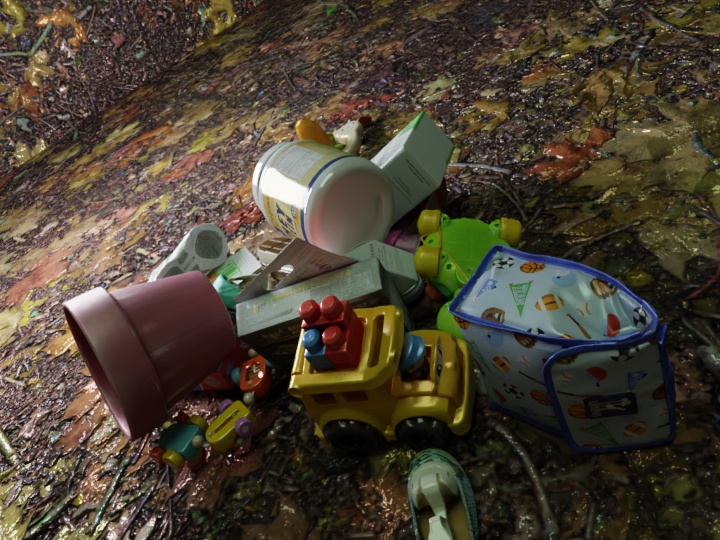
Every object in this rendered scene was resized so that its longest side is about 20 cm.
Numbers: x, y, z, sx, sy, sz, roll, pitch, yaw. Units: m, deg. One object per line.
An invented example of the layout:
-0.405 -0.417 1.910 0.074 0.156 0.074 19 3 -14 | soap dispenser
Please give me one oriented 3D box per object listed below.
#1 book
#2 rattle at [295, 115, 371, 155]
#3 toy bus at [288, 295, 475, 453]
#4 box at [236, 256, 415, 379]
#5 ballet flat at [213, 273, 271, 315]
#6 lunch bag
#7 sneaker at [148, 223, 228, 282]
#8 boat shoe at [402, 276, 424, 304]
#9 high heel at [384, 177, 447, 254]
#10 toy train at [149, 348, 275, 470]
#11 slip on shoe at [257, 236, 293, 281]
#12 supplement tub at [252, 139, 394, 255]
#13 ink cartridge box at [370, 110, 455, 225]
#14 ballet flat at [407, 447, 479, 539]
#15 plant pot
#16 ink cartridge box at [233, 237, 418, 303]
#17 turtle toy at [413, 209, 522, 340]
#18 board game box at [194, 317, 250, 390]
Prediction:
-0.247 0.048 1.014 0.198 0.049 0.133 -37 31 -11 | book
-0.059 -0.310 1.319 0.129 0.143 0.202 -9 42 54 | rattle
0.015 0.101 0.703 0.195 0.194 0.138 -8 46 22 | toy bus
-0.040 0.070 0.814 0.195 0.159 0.049 -19 55 13 | box
-0.131 0.046 0.917 0.195 0.067 0.072 14 88 7 | ballet flat
0.207 0.086 0.622 0.197 0.172 0.124 15 55 43 | lunch bag
-0.300 -0.007 1.038 0.098 0.079 0.201 -21 22 37 | sneaker
0.002 -0.003 0.940 0.199 0.087 0.075 11 50 42 | boat shoe
0.081 -0.086 1.014 0.094 0.068 0.203 -1 53 30 | high heel
-0.191 0.198 0.851 0.197 0.056 0.151 -28 31 5 | toy train
-0.083 -0.003 0.941 0.197 0.062 0.076 11 34 42 | slip on shoe
-0.059 -0.104 0.889 0.144 0.146 0.199 -40 37 -17 | supplement tub
0.046 -0.139 1.001 0.199 0.084 0.147 -38 16 37 | ink cartridge box
0.081 0.242 0.604 0.073 0.075 0.202 -23 36 6 | ballet flat
-0.276 0.097 0.848 0.177 0.205 0.198 -28 31 -30 | plant pot
-0.045 0.011 0.816 0.159 0.197 0.048 -39 46 38 | ink cartridge box
0.138 0.008 0.820 0.142 0.103 0.203 7 44 5 | turtle toy
-0.237 0.101 1.011 0.149 0.041 0.202 -7 41 27 | board game box
